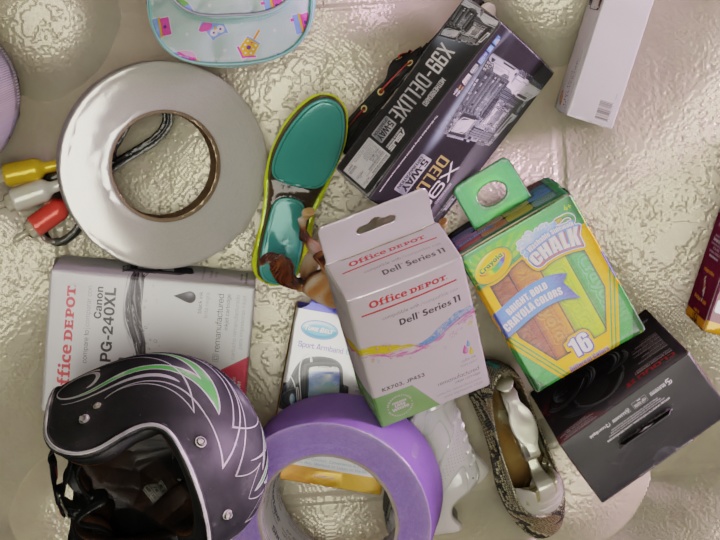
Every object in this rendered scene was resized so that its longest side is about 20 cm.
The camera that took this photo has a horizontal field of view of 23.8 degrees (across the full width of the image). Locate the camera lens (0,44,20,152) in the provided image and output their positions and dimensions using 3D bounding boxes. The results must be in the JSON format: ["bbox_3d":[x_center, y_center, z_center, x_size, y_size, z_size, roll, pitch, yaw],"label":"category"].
[{"bbox_3d":[-0.399,-0.154,1.559,0.160,0.200,0.160,0,100,-3],"label":"camera lens"}]

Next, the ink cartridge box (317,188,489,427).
[{"bbox_3d":[0.040,0.035,1.573,0.117,0.067,0.200,-22,127,-8],"label":"ink cartridge box"}]

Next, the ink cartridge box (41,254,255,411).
[{"bbox_3d":[-0.207,0.069,1.666,0.199,0.083,0.146,5,101,-4],"label":"ink cartridge box"}]

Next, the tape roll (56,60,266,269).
[{"bbox_3d":[-0.190,-0.101,1.639,0.202,0.037,0.203,-2,98,-15],"label":"tape roll"}]

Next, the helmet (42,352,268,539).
[{"bbox_3d":[-0.179,0.168,1.544,0.190,0.200,0.201,-6,100,-1],"label":"helmet"}]

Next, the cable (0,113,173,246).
[{"bbox_3d":[-0.261,-0.092,1.651,0.200,0.050,0.097,-27,98,3],"label":"cable"}]

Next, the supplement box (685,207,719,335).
[{"bbox_3d":[0.407,-0.027,1.674,0.110,0.086,0.200,16,99,-5],"label":"supplement box"}]

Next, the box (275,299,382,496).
[{"bbox_3d":[-0.020,0.117,1.706,0.119,0.041,0.200,10,97,-4],"label":"box"}]

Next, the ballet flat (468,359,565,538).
[{"bbox_3d":[0.163,0.184,1.704,0.068,0.075,0.200,-24,101,-17],"label":"ballet flat"}]

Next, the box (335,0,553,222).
[{"bbox_3d":[0.082,-0.141,1.605,0.050,0.158,0.200,41,97,26],"label":"box"}]

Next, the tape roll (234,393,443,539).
[{"bbox_3d":[-0.024,0.226,1.648,0.199,0.085,0.201,3,107,10],"label":"tape roll"}]

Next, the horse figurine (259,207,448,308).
[{"bbox_3d":[0.000,0.000,1.627,0.199,0.050,0.133,2,140,-8],"label":"horse figurine"}]

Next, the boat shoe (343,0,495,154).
[{"bbox_3d":[0.052,-0.183,1.634,0.063,0.074,0.202,41,99,21],"label":"boat shoe"}]

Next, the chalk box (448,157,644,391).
[{"bbox_3d":[0.165,-0.008,1.647,0.124,0.124,0.200,-31,101,3],"label":"chalk box"}]

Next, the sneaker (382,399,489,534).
[{"bbox_3d":[0.083,0.174,1.710,0.099,0.078,0.200,7,109,-10],"label":"sneaker"}]

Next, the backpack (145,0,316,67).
[{"bbox_3d":[-0.121,-0.285,1.576,0.175,0.153,0.200,-6,107,-7],"label":"backpack"}]

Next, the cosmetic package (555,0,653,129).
[{"bbox_3d":[0.242,-0.240,1.632,0.051,0.083,0.200,17,99,-3],"label":"cosmetic package"}]

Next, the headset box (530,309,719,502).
[{"bbox_3d":[0.256,0.129,1.638,0.149,0.200,0.077,-36,100,5],"label":"headset box"}]

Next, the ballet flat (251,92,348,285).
[{"bbox_3d":[-0.064,-0.083,1.651,0.067,0.067,0.200,14,107,-11],"label":"ballet flat"}]
